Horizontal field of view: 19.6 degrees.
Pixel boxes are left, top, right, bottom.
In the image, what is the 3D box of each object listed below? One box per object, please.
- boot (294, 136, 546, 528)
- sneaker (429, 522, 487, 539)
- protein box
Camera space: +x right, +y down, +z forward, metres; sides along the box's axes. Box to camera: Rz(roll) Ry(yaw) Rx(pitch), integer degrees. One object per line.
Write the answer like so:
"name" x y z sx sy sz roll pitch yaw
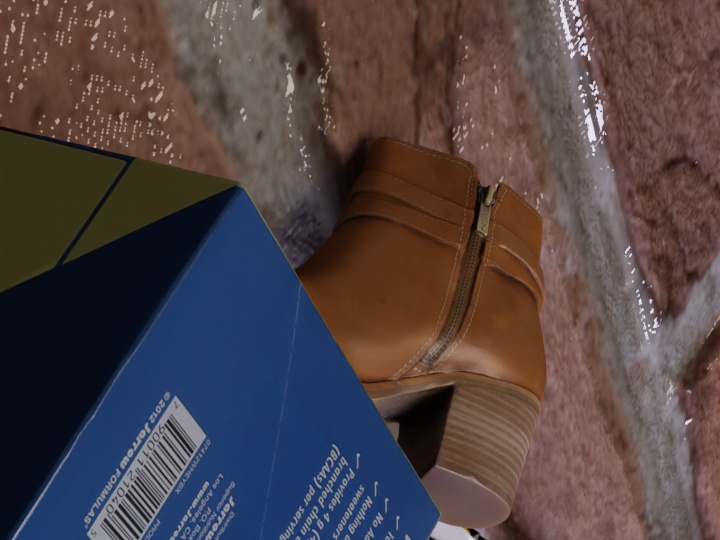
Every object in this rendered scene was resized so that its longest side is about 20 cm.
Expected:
"boot" 0.000 0.000 0.863 0.200 0.077 0.155 27 53 -21
"sneaker" 0.007 0.140 0.956 0.090 0.070 0.200 -51 142 -9
"protein box" -0.101 0.093 0.698 0.199 0.135 0.200 -59 144 -24
